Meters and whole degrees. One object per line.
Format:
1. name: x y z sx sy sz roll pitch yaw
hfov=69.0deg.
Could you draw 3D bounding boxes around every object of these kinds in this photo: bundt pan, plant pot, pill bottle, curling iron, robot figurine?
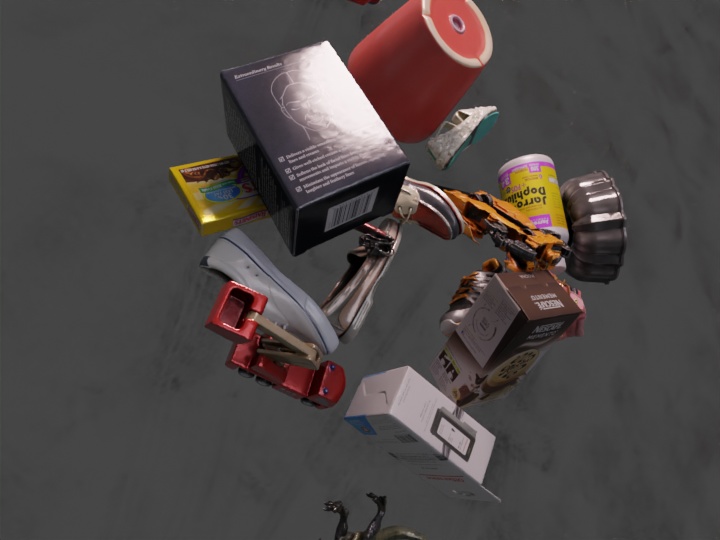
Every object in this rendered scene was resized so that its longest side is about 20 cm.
1. bundt pan: 0.402 -0.075 0.951 0.073 0.202 0.208 -5 73 2
2. plant pot: 0.103 -0.338 0.843 0.196 0.176 0.206 12 67 -28
3. pill bottle: 0.311 -0.094 0.936 0.102 0.104 0.206 4 71 -31
4. curling iron: -0.037 -0.076 0.710 0.197 0.026 0.050 32 24 9
5. robot figurine: 0.212 -0.059 0.777 0.142 0.059 0.200 -5 36 -38

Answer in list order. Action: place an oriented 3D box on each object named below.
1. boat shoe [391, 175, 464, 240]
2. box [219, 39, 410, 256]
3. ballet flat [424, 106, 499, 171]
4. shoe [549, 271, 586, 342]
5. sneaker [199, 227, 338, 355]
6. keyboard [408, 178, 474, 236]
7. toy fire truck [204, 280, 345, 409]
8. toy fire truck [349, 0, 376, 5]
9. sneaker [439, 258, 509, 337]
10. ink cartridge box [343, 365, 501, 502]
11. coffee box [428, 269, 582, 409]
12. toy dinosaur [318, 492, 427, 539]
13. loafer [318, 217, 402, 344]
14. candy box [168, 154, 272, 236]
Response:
1. boat shoe: 0.062 -0.101 0.762 0.062 0.072 0.199 -37 62 -26
2. box: -0.059 -0.148 0.626 0.146 0.108 0.203 -24 71 -20
3. ballet flat: 0.180 -0.251 0.933 0.072 0.071 0.200 51 54 -7
4. shoe: 0.312 0.029 0.858 0.072 0.089 0.204 -76 152 -63
5. sneaker: -0.114 0.042 0.646 0.200 0.073 0.071 44 65 -2
6. keyboard: 0.129 -0.098 0.874 0.195 0.040 0.106 6 48 -30
7. toy fire truck: -0.088 0.095 0.592 0.197 0.140 0.050 30 59 -20
8. toy fire truck: -0.016 -0.549 0.893 0.166 0.110 0.206 20 63 -46
9. sneaker: 0.180 0.043 0.827 0.198 0.078 0.079 -25 86 -46
10. ink cartridge box: 0.090 0.216 0.680 0.199 0.115 0.069 41 58 -15
11. coffee box: 0.195 0.100 0.729 0.110 0.202 0.081 -3 46 -32
12. toy dinosaur: -0.001 0.320 0.630 0.196 0.047 0.091 -7 91 -35
13. loafer: 0.000 0.000 0.729 0.062 0.072 0.203 31 62 -12
14. candy box: -0.133 -0.112 0.677 0.197 0.027 0.103 -21 63 -33
